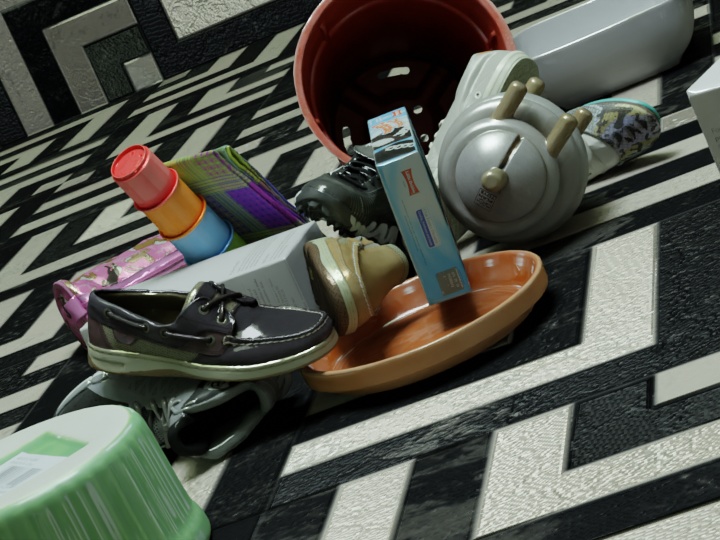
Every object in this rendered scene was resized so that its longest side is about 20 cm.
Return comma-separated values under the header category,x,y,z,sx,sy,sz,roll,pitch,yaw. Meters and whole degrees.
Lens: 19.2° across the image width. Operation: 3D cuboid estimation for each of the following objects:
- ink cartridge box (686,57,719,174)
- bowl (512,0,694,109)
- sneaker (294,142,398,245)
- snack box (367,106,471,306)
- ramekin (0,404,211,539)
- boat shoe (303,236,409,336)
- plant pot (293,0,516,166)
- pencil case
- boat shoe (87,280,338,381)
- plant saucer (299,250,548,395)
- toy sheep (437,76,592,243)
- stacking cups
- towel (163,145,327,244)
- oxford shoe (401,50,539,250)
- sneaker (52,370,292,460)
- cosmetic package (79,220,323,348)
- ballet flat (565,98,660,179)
category,x,y,z,sx,sy,sz,roll,pitch,yaw
ink cartridge box,0.296,-0.078,1.280,0.125,0.200,0.129,-15,17,35
bowl,0.256,-0.235,2.212,0.200,0.075,0.200,-22,15,8
sneaker,0.001,-0.073,1.791,0.091,0.066,0.200,-64,-16,3
snack box,0.044,-0.054,1.667,0.037,0.116,0.200,-20,14,3
ramekin,-0.209,0.171,1.415,0.200,0.098,0.200,-22,14,6
boat shoe,0.000,0.000,1.654,0.076,0.072,0.200,-13,13,-3
plant pot,0.043,-0.159,1.991,0.201,0.201,0.195,-25,-11,-4
pencil case,-0.202,0.004,2.077,0.200,0.087,0.083,-30,46,-21
boat shoe,-0.116,0.040,1.585,0.200,0.065,0.072,-1,24,23
plant saucer,0.049,0.043,1.607,0.200,0.032,0.200,-22,14,6
toy sheep,0.125,-0.086,1.750,0.138,0.138,0.200,-20,-2,18
stacking cups,-0.145,-0.030,1.857,0.060,0.200,0.061,-24,43,25
towel,-0.106,-0.043,1.899,0.144,0.200,0.023,-10,50,44
oxford shoe,0.088,-0.103,1.852,0.058,0.075,0.200,26,89,38
sneaker,-0.152,0.112,1.603,0.200,0.075,0.115,-21,16,11
cosmetic package,-0.122,0.037,1.803,0.200,0.085,0.108,-20,14,21
ballet flat,0.186,-0.105,1.891,0.072,0.072,0.200,-33,16,-31
